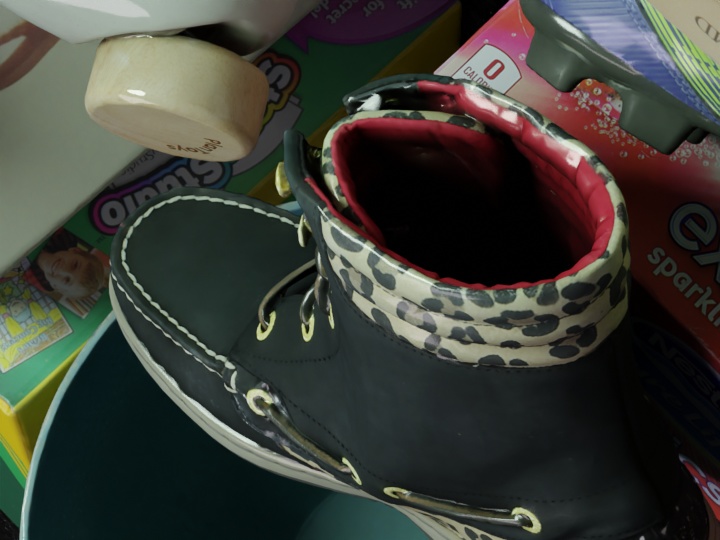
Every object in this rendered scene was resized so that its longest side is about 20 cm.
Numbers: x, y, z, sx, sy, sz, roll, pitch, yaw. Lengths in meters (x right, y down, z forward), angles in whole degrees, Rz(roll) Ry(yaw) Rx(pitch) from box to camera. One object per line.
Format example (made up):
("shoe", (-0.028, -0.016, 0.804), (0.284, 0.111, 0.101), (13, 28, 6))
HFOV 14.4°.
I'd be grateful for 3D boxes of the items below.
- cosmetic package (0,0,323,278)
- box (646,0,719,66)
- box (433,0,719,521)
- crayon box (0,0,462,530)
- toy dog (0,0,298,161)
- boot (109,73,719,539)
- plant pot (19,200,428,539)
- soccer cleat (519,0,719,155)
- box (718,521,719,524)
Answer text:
("cosmetic package", (-0.085, -0.086, 0.862), (0.087, 0.200, 0.103), (53, 162, -19))
("box", (0.105, -0.108, 0.544), (0.095, 0.078, 0.200), (42, 163, 13))
("box", (0.113, 0.001, 0.745), (0.200, 0.100, 0.096), (46, 164, 6))
("crayon box", (-0.055, -0.006, 0.977), (0.058, 0.200, 0.173), (42, 163, 17))
("toy dog", (-0.088, -0.099, 0.748), (0.096, 0.199, 0.133), (149, 118, -66))
("boot", (0.002, -0.001, 0.722), (0.203, 0.073, 0.154), (32, 156, 31))
("plant pot", (0.010, 0.092, 0.871), (0.200, 0.200, 0.135), (41, 174, 17))
("soccer cleat", (0.132, -0.044, 0.656), (0.199, 0.084, 0.065), (28, -164, 10))
("box", (0.155, 0.109, 0.874), (0.060, 0.117, 0.200), (50, 163, -21))
